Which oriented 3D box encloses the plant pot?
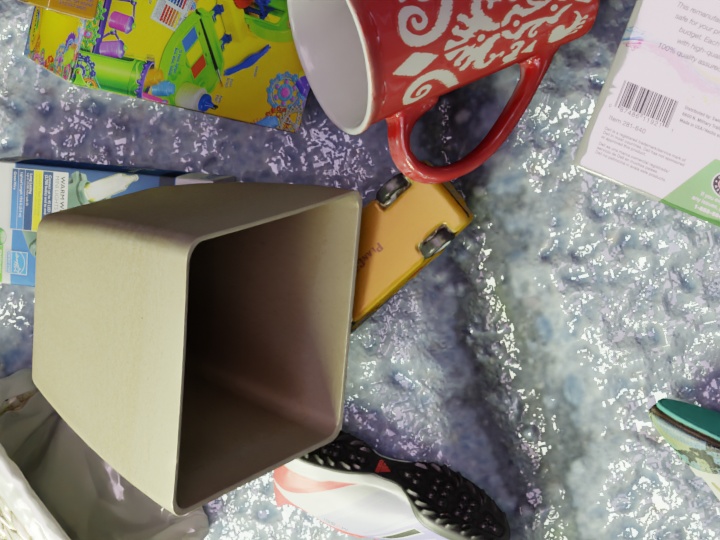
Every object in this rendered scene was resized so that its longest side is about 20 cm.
[{"bbox_3d":[-0.133,0.034,1.229,0.176,0.199,0.202,17,111,32],"label":"plant pot"}]

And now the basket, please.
[{"bbox_3d":[-0.262,0.204,1.341,0.161,0.198,0.200,-42,85,19],"label":"basket"}]

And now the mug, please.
[{"bbox_3d":[0.065,-0.176,1.222,0.199,0.133,0.179,-22,125,-20],"label":"mug"}]

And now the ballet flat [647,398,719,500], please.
[{"bbox_3d":[0.307,0.155,1.249,0.198,0.074,0.075,17,100,14],"label":"ballet flat"}]

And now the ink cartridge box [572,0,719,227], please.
[{"bbox_3d":[0.262,-0.144,1.221,0.144,0.084,0.202,23,101,11],"label":"ink cartridge box"}]

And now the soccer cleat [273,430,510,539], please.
[{"bbox_3d":[0.023,0.189,1.337,0.198,0.068,0.074,21,124,8],"label":"soccer cleat"}]

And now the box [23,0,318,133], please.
[{"bbox_3d":[-0.126,-0.228,1.248,0.191,0.122,0.202,11,101,-30],"label":"box"}]

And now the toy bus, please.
[{"bbox_3d":[0.000,0.000,1.308,0.200,0.078,0.065,-42,83,15],"label":"toy bus"}]

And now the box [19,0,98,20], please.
[{"bbox_3d":[-0.197,-0.281,1.158,0.041,0.119,0.202,12,97,-30],"label":"box"}]

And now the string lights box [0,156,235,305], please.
[{"bbox_3d":[-0.207,-0.034,1.370,0.198,0.059,0.104,5,98,15],"label":"string lights box"}]
